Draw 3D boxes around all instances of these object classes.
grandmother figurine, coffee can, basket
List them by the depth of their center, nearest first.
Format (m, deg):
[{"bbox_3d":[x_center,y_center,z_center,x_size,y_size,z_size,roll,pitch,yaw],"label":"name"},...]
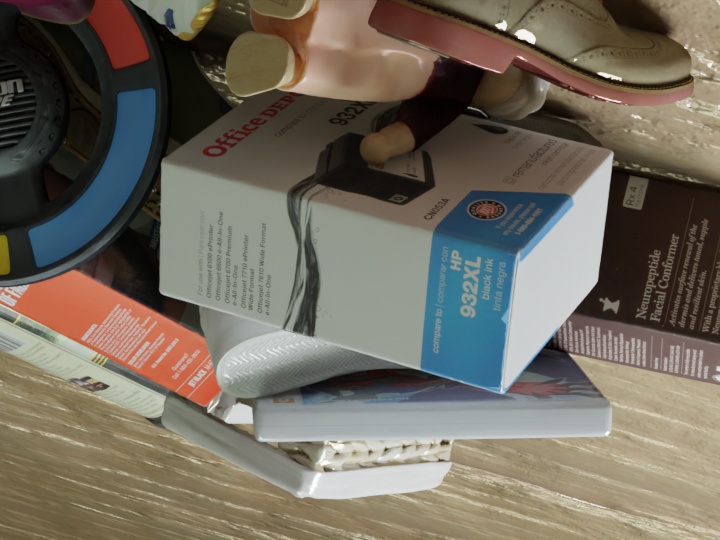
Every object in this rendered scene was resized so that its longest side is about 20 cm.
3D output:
[{"bbox_3d":[0.026,-0.114,0.993,0.200,0.122,0.061,8,-159,-46],"label":"grandmother figurine"},{"bbox_3d":[-0.019,0.075,1.373,0.135,0.124,0.200,24,-172,29],"label":"basket"},{"bbox_3d":[-0.194,0.007,1.408,0.200,0.147,0.146,28,156,-27],"label":"coffee can"}]

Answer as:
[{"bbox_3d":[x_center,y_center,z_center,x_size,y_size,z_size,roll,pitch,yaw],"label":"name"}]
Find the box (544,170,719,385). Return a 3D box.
[{"bbox_3d":[0.144,-0.004,1.187,0.199,0.101,0.075,11,158,13],"label":"box"}]

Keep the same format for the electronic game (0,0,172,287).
[{"bbox_3d":[-0.203,-0.091,1.106,0.199,0.201,0.042,13,180,11],"label":"electronic game"}]

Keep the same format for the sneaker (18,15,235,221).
[{"bbox_3d":[-0.139,-0.111,1.174,0.200,0.090,0.067,41,140,16],"label":"sneaker"}]

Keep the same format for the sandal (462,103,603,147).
[{"bbox_3d":[0.041,-0.064,1.127,0.199,0.082,0.055,10,-178,12],"label":"sandal"}]

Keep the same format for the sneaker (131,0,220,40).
[{"bbox_3d":[-0.087,-0.181,0.957,0.088,0.075,0.200,33,151,-11],"label":"sneaker"}]

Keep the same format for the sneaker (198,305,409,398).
[{"bbox_3d":[0.000,0.000,1.129,0.199,0.116,0.074,-9,134,-16],"label":"sneaker"}]

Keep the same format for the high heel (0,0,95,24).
[{"bbox_3d":[-0.242,-0.180,1.054,0.199,0.068,0.096,7,166,8],"label":"high heel"}]

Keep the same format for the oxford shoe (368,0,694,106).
[{"bbox_3d":[0.098,-0.128,0.958,0.199,0.075,0.070,9,-168,-41],"label":"oxford shoe"}]

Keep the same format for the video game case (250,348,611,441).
[{"bbox_3d":[0.034,0.067,1.167,0.199,0.023,0.182,0,-170,-5],"label":"video game case"}]

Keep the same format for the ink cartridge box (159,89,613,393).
[{"bbox_3d":[0.013,-0.026,1.033,0.199,0.145,0.084,15,121,21],"label":"ink cartridge box"}]

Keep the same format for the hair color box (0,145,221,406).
[{"bbox_3d":[-0.157,-0.013,1.214,0.200,0.111,0.064,27,134,-17],"label":"hair color box"}]
